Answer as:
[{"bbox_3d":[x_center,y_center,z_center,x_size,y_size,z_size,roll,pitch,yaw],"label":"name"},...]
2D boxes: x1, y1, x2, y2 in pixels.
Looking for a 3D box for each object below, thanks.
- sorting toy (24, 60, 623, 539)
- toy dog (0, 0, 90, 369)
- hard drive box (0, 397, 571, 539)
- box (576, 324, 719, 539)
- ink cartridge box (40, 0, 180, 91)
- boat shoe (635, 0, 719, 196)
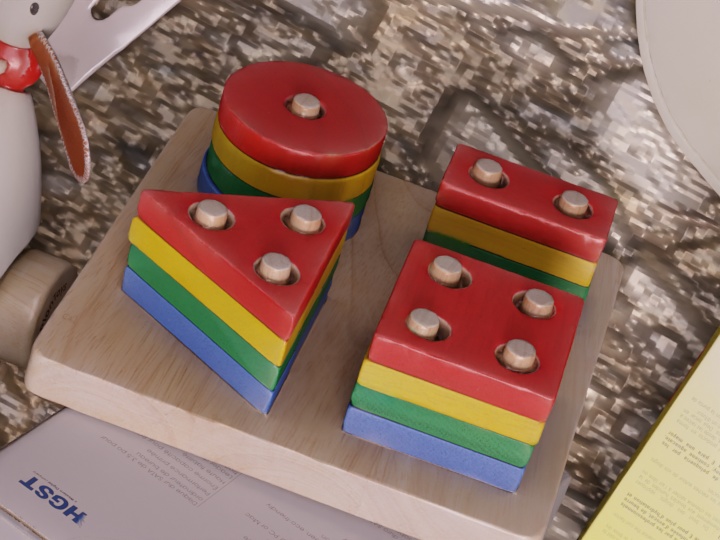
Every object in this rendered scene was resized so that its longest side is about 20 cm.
[{"bbox_3d":[0.000,0.000,0.941,0.198,0.200,0.070,20,124,4],"label":"sorting toy"},{"bbox_3d":[-0.162,-0.044,0.968,0.132,0.096,0.200,1,113,15],"label":"toy dog"},{"bbox_3d":[-0.040,0.103,0.913,0.156,0.200,0.077,34,126,18],"label":"hard drive box"},{"bbox_3d":[0.164,0.054,0.963,0.075,0.050,0.200,32,110,6],"label":"box"},{"bbox_3d":[-0.154,-0.187,1.037,0.116,0.068,0.200,-41,83,-5],"label":"ink cartridge box"},{"bbox_3d":[0.182,-0.062,1.028,0.062,0.073,0.200,-10,68,-44],"label":"boat shoe"}]
